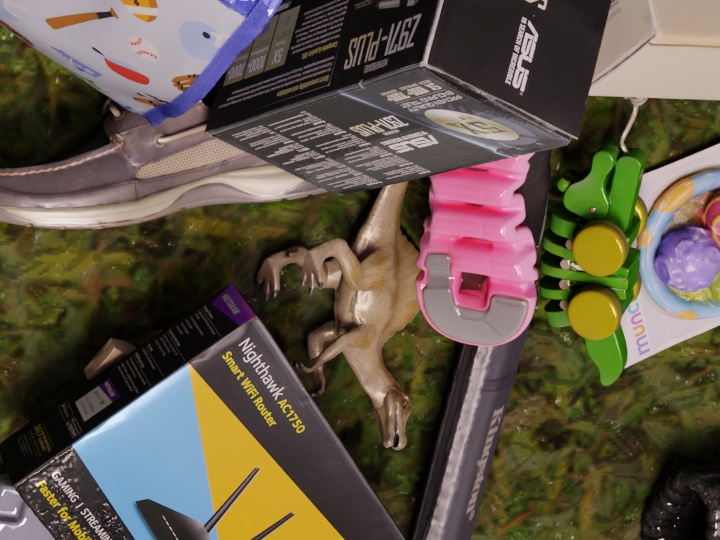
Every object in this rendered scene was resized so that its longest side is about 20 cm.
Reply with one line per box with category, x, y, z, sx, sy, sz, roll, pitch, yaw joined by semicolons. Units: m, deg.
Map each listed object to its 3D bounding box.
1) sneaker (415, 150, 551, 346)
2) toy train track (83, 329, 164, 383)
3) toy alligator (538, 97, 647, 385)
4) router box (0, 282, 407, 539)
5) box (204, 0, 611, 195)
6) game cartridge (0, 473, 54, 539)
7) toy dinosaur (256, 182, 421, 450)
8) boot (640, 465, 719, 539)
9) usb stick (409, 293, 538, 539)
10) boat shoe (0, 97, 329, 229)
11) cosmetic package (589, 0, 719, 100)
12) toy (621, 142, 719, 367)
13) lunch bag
sneaker;0.073;-0.065;0.984;0.079;0.095;0.201;13;116;15
toy train track;-0.072;0.086;1.029;0.200;0.033;0.115;35;102;-36
toy alligator;0.129;-0.031;1.043;0.054;0.059;0.201;10;116;19
router box;-0.075;0.127;0.986;0.149;0.051;0.200;-35;122;-5
box;0.028;-0.135;0.866;0.086;0.200;0.165;23;73;-28
game cartridge;-0.124;0.189;1.046;0.199;0.041;0.134;12;101;-26
toy dinosaur;0.000;0.000;1.027;0.101;0.058;0.201;-6;110;-38
boot;0.262;0.111;1.151;0.157;0.079;0.212;-3;111;-22
usb stick;0.062;0.098;1.081;0.032;0.055;0.201;19;106;17
boat shoe;-0.103;-0.065;0.947;0.199;0.074;0.074;-10;98;-26
cosmetic package;0.199;-0.147;0.970;0.199;0.073;0.104;-3;71;-30
toy;0.228;-0.018;1.106;0.199;0.047;0.116;-24;115;-13
lunch bag;-0.112;-0.156;0.803;0.170;0.200;0.124;33;86;-11
